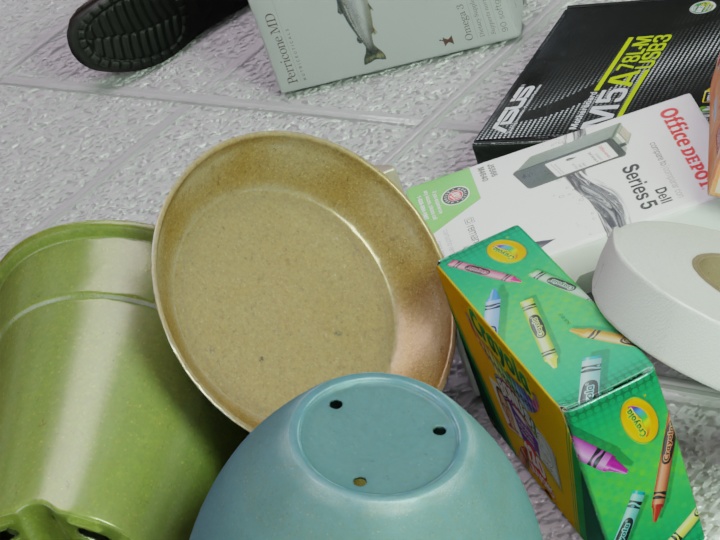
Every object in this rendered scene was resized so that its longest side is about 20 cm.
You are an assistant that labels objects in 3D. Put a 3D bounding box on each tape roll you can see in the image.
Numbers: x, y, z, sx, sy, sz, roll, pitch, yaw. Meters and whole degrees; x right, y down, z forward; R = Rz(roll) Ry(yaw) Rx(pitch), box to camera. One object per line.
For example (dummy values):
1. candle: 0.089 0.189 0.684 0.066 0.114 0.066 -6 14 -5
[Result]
1. tape roll: 0.226 0.029 1.392 0.202 0.037 0.203 18 18 -6

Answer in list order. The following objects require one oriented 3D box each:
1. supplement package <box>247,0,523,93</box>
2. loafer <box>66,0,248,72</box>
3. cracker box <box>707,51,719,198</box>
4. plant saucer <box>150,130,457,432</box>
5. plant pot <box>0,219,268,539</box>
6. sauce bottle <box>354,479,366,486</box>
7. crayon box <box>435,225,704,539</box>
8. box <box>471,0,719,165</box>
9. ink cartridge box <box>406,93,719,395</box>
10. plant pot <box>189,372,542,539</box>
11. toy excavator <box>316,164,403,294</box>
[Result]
1. supplement package: 0.019 -0.235 1.995 0.199 0.117 0.117 -13 30 13
2. loafer: -0.169 -0.226 2.155 0.199 0.073 0.071 -26 23 -27
3. cracker box: 0.312 -0.078 1.526 0.199 0.058 0.134 13 34 0
4. plant saucer: -0.037 0.017 1.471 0.200 0.200 0.035 -44 4 -36
5. plant pot: -0.149 0.108 1.488 0.199 0.200 0.190 -7 45 22
6. sauce bottle: -0.026 0.150 1.433 0.064 0.065 0.200 -13 29 13
7. crayon box: 0.116 0.070 1.422 0.058 0.119 0.200 -24 29 -8
8. box: 0.202 -0.129 1.776 0.192 0.048 0.200 1 35 29
9. ink cartridge box: 0.143 -0.019 1.590 0.199 0.084 0.146 -19 30 1
10. plant pot: 0.006 0.132 1.304 0.199 0.135 0.201 3 41 -2
11. toy excavator: 0.000 0.000 1.642 0.200 0.100 0.194 -33 25 -32
